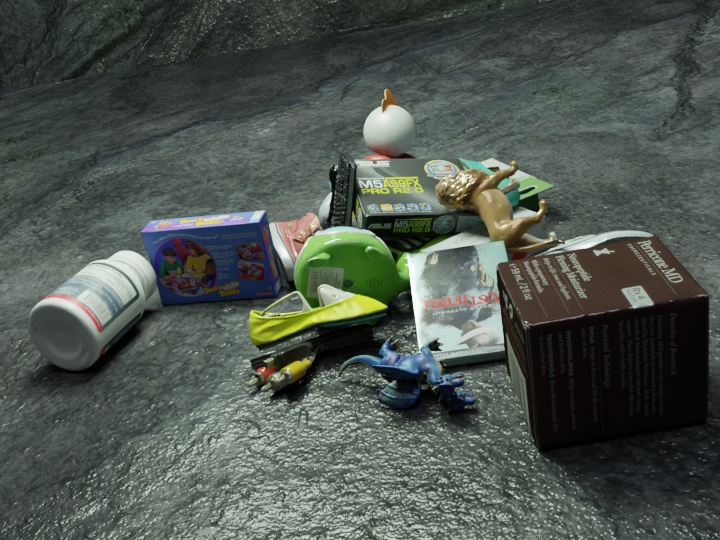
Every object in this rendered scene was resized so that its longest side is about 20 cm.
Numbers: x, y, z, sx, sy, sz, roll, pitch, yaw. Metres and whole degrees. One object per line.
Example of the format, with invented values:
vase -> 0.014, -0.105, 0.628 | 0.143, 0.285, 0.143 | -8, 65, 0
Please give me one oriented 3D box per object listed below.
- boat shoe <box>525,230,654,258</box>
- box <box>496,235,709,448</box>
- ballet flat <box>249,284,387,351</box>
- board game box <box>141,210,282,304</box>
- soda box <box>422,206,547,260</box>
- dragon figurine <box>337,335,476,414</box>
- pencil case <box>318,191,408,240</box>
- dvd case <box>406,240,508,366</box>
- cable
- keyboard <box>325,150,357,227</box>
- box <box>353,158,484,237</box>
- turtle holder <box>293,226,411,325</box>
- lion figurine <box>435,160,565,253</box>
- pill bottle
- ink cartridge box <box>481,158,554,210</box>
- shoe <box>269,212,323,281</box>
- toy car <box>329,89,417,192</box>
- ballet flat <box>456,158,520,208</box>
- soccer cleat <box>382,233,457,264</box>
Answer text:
boat shoe -> 0.334, -0.027, 1.393 | 0.199, 0.074, 0.067 | -10, 28, 3
box -> 0.274, 0.079, 1.093 | 0.199, 0.165, 0.166 | -10, 25, 0
ballet flat -> -0.064, 0.057, 1.321 | 0.199, 0.067, 0.067 | -16, -1, 10
board game box -> -0.237, -0.019, 1.529 | 0.199, 0.135, 0.045 | -4, 26, 13
soda box -> 0.195, -0.029, 1.459 | 0.200, 0.068, 0.064 | -24, 29, -26
dragon figurine -> 0.050, 0.132, 1.191 | 0.199, 0.059, 0.099 | 0, 27, 19
pencil case -> 0.020, -0.082, 1.620 | 0.200, 0.091, 0.083 | 14, 64, 45
dvd case -> 0.144, 0.044, 1.307 | 0.146, 0.022, 0.200 | -8, 47, 5
cable -> -0.071, 0.120, 1.313 | 0.200, 0.050, 0.097 | -17, 6, -41
keyboard -> -0.036, -0.097, 1.541 | 0.021, 0.201, 0.127 | 0, 23, -16
box -> 0.083, -0.119, 1.519 | 0.199, 0.044, 0.160 | -2, 40, -13
turtle holder -> -0.007, -0.008, 1.403 | 0.185, 0.141, 0.132 | -24, 26, 3
lion figurine -> 0.203, -0.086, 1.410 | 0.122, 0.073, 0.200 | -26, 54, -8
pill bottle -> -0.403, 0.053, 1.460 | 0.119, 0.120, 0.200 | 0, 27, 22
ink cartridge box -> 0.244, -0.133, 1.666 | 0.104, 0.059, 0.200 | -20, 27, -18
shoe -> -0.102, -0.047, 1.606 | 0.091, 0.072, 0.200 | -19, 22, -5
toy car -> 0.059, -0.226, 1.727 | 0.184, 0.201, 0.177 | 6, 7, 23
ballet flat -> 0.212, -0.141, 1.568 | 0.070, 0.068, 0.200 | -15, 26, -8
soccer cleat -> 0.072, -0.023, 1.513 | 0.199, 0.068, 0.081 | -9, 11, -3
